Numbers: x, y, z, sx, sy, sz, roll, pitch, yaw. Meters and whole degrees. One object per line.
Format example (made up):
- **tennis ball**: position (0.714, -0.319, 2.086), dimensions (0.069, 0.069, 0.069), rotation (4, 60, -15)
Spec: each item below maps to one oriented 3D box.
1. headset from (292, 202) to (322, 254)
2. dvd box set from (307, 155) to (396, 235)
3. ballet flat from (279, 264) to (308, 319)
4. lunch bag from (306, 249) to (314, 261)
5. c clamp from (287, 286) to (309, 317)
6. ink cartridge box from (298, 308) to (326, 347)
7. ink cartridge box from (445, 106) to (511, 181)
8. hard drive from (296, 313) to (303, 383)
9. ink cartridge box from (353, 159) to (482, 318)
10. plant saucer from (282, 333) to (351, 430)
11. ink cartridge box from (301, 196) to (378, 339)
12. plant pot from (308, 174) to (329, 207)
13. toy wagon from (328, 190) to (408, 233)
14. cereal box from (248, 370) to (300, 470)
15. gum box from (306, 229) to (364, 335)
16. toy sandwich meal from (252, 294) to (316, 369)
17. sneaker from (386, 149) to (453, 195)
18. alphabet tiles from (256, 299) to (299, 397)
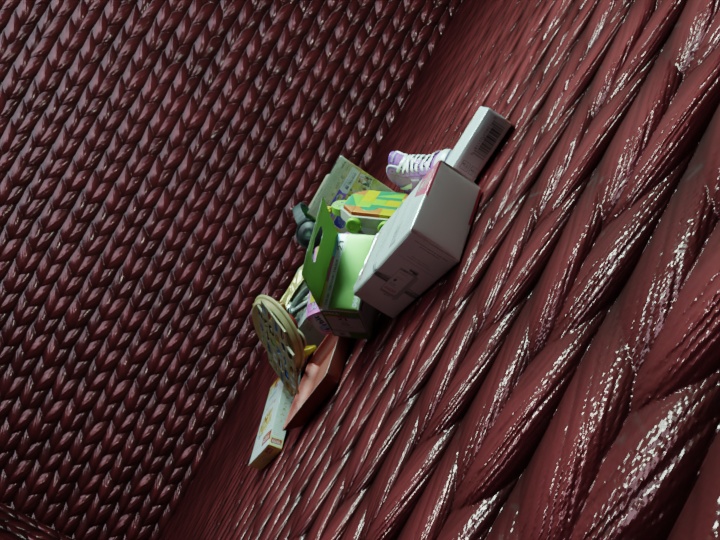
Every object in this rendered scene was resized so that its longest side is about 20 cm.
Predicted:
- **headset**: position (-0.108, -0.060, 1.293), dimensions (0.093, 0.202, 0.123), rotation (-33, -31, 10)
- **dvd box set**: position (0.002, -0.137, 1.258), dimensions (0.148, 0.197, 0.029), rotation (-58, 10, 9)
- **ballet flat**: position (-0.164, 0.074, 1.442), dimensions (0.069, 0.062, 0.203), rotation (52, -124, -50)
- **lunch bag**: position (-0.040, -0.090, 1.447), dimensions (0.199, 0.083, 0.160), rotation (-39, 30, -18)
- **c clamp**: position (-0.109, 0.054, 1.306), dimensions (0.198, 0.027, 0.172), rotation (-32, 21, 39)
- **ink cartridge box**: position (-0.086, 0.090, 1.418), dimensions (0.146, 0.083, 0.201), rotation (-55, 9, 29)
- **ink cartridge box**: position (0.178, -0.189, 0.947), dimensions (0.164, 0.050, 0.200), rotation (-58, 0, 18)
- **hard drive**: position (-0.181, 0.228, 1.473), dimensions (0.132, 0.026, 0.204), rotation (131, 145, -54)
- **ink cartridge box**: position (0.081, -0.041, 0.848), dimensions (0.200, 0.082, 0.148), rotation (-48, 14, 54)
- **plant saucer**: position (-0.074, 0.201, 1.134), dimensions (0.201, 0.036, 0.201), rotation (-56, 9, 36)
- **ink cartridge box**: position (-0.021, 0.001, 0.931), dimensions (0.201, 0.074, 0.151), rotation (68, -149, -56)
- **plant pot**: position (-0.079, -0.173, 1.980), dimensions (0.201, 0.197, 0.179), rotation (-55, 20, 28)
- **toy wagon**: position (0.018, -0.123, 1.165), dimensions (0.156, 0.195, 0.040), rotation (-57, -30, -55)
- **cereal box**: position (-0.197, 0.337, 1.309), dimensions (0.144, 0.039, 0.203), rotation (-53, 19, 45)
- **gum box**: position (-0.037, 0.015, 1.129), dimensions (0.112, 0.066, 0.203), rotation (-22, 41, 24)
- **toy sandwich meal**: position (-0.174, 0.133, 1.285), dimensions (0.070, 0.207, 0.205), rotation (-30, -10, -34)
- **sneaker**: position (0.111, -0.207, 1.143), dimensions (0.074, 0.113, 0.200), rotation (-60, 9, -20)
- **alphabet tiles**: position (-0.175, 0.162, 1.191), dimensions (0.200, 0.006, 0.170), rotation (42, 141, 49)
